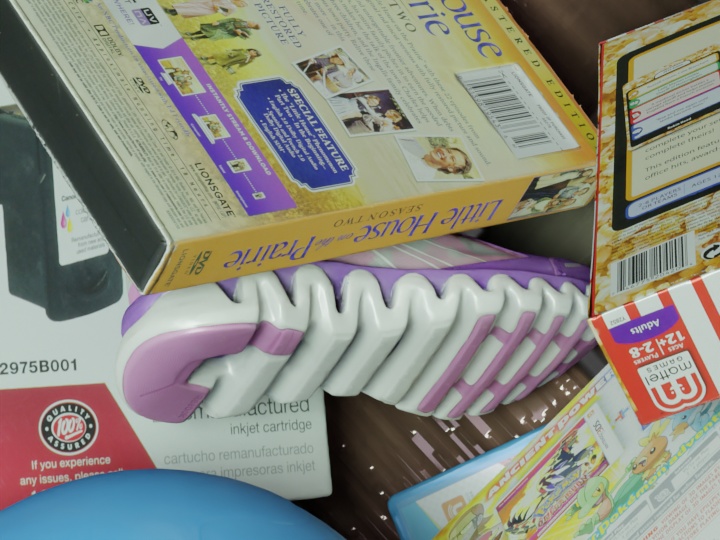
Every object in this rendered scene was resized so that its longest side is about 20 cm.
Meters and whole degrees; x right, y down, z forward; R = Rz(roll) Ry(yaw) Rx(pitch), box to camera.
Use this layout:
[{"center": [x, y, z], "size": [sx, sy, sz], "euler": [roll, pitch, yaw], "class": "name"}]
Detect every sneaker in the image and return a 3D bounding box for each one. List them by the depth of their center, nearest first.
[{"center": [0.000, 0.000, 1.052], "size": [0.081, 0.200, 0.089], "euler": [-53, 45, 44], "class": "sneaker"}]

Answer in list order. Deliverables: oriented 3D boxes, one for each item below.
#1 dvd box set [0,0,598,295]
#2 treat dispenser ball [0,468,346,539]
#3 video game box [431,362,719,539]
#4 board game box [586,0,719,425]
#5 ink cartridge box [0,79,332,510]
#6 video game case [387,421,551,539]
[{"center": [-0.026, -0.068, 1.029], "size": [0.146, 0.200, 0.029], "euler": [55, 135, 25], "class": "dvd box set"}, {"center": [-0.068, 0.165, 0.969], "size": [0.200, 0.201, 0.201], "euler": [-1, 86, 19], "class": "treat dispenser ball"}, {"center": [0.109, 0.079, 0.987], "size": [0.047, 0.182, 0.200], "euler": [40, 102, -21], "class": "video game box"}, {"center": [0.153, -0.043, 0.989], "size": [0.151, 0.200, 0.046], "euler": [-21, 116, 17], "class": "board game box"}, {"center": [-0.098, -0.010, 1.084], "size": [0.083, 0.145, 0.201], "euler": [-10, 84, 56], "class": "ink cartridge box"}, {"center": [0.124, 0.108, 1.079], "size": [0.200, 0.018, 0.143], "euler": [-26, 80, 16], "class": "video game case"}]
